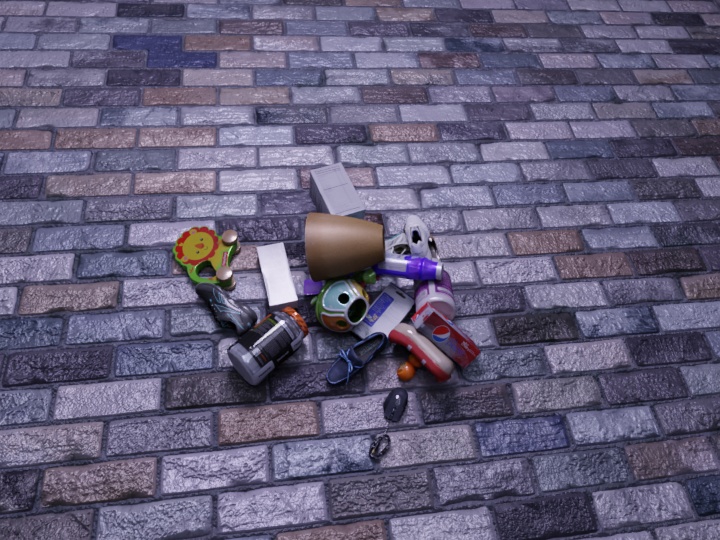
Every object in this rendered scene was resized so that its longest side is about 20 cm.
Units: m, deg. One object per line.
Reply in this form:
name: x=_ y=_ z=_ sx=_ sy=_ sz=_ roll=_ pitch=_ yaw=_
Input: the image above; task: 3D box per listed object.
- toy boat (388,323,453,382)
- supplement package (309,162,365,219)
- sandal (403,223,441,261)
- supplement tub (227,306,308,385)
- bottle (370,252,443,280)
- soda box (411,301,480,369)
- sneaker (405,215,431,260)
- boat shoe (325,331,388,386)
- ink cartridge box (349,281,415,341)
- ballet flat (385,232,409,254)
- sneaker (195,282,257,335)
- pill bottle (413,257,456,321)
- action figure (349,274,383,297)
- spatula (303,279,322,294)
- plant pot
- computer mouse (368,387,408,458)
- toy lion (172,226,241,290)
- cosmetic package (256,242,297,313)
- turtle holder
toy boat: x=0.147 y=0.239 z=1.501 sx=0.200 sy=0.130 sz=0.131 roll=44 pitch=92 yaw=18
supplement package: x=-0.076 y=-0.220 z=1.751 sx=0.113 sy=0.110 sz=0.201 roll=-17 pitch=62 yaw=-17
sandal: x=0.199 y=-0.078 z=1.729 sx=0.081 sy=0.055 sz=0.202 roll=-13 pitch=61 yaw=-15
supplement tub: x=-0.239 y=0.193 z=1.465 sx=0.122 sy=0.123 sz=0.200 roll=42 pitch=63 yaw=18
bottle: x=0.130 y=-0.010 z=1.551 sx=0.198 sy=0.066 sz=0.083 roll=8 pitch=12 yaw=17
soda box: x=0.231 y=0.174 z=1.502 sx=0.200 sy=0.070 sz=0.064 roll=40 pitch=10 yaw=-23
sneaker: x=0.170 y=-0.107 z=1.660 sx=0.074 sy=0.088 sz=0.201 roll=-16 pitch=41 yaw=6
boat shoe: x=-0.016 y=0.225 z=1.483 sx=0.200 sy=0.069 sz=0.084 roll=-44 pitch=74 yaw=-10
ink cartridge box: x=0.066 y=0.133 z=1.591 sx=0.099 sy=0.039 sz=0.200 roll=36 pitch=62 yaw=14
ballet flat: x=0.088 y=-0.061 z=1.674 sx=0.069 sy=0.070 sz=0.199 roll=42 pitch=39 yaw=18
sneaker: x=-0.381 y=0.103 z=1.532 sx=0.199 sy=0.076 sz=0.080 roll=29 pitch=61 yaw=12
pill bottle: x=0.208 y=0.057 z=1.595 sx=0.111 sy=0.113 sz=0.201 roll=6 pitch=39 yaw=-3
action figure: x=0.000 y=0.000 z=1.648 sx=0.098 sy=0.065 sz=0.201 roll=-20 pitch=62 yaw=-8
spatula: x=-0.141 y=-0.011 z=1.665 sx=0.056 sy=0.021 sz=0.202 roll=1 pitch=57 yaw=-5
plant pot: x=-0.034 y=-0.069 z=1.504 sx=0.197 sy=0.187 sz=0.188 roll=-3 pitch=57 yaw=6
computer mouse: x=0.073 y=0.388 z=1.434 sx=0.058 sy=0.034 sz=0.201 roll=22 pitch=58 yaw=6
toy lion: x=-0.453 y=-0.041 z=1.627 sx=0.189 sy=0.069 sz=0.202 roll=-1 pitch=58 yaw=0
cosmetic package: x=-0.242 y=0.020 z=1.615 sx=0.082 sy=0.051 sz=0.202 roll=-11 pitch=60 yaw=-11
turtle holder: x=-0.030 y=0.087 z=1.527 sx=0.184 sy=0.143 sz=0.131 roll=-27 pitch=22 yaw=-29
